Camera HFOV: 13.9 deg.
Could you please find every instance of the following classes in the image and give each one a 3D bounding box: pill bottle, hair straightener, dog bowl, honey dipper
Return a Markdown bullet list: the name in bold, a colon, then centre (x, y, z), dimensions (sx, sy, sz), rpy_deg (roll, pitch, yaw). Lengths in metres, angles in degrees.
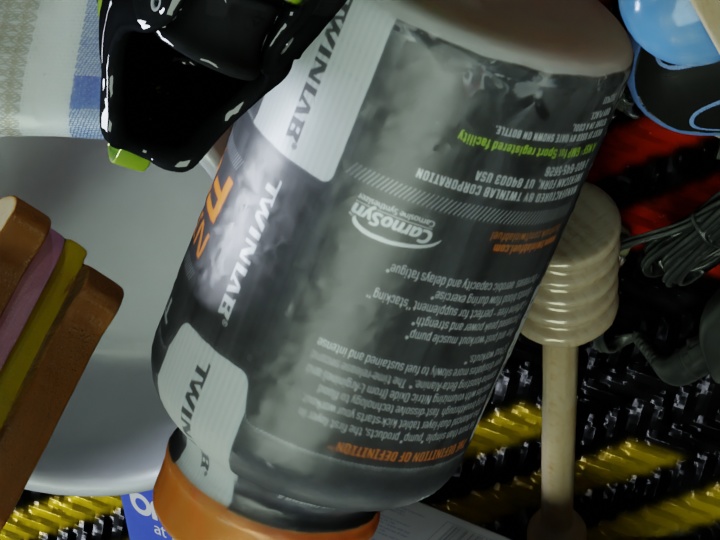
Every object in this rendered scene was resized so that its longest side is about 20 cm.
- **pill bottle**: centre (0.000, 0.000, 0.906), dimensions (0.106, 0.106, 0.200), rpy_deg (23, 113, 2)
- **hair straightener**: centre (0.140, -0.024, 0.964), dimensions (0.077, 0.041, 0.200), rpy_deg (41, 133, -13)
- **dog bowl**: centre (-0.108, -0.022, 1.024), dimensions (0.200, 0.079, 0.200), rpy_deg (10, 129, 13)
- **honey dipper**: centre (0.070, 0.044, 1.014), dimensions (0.038, 0.038, 0.200), rpy_deg (11, 144, 12)

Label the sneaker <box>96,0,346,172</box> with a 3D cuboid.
- **sneaker**: centre (-0.018, -0.088, 0.782), dimensions (0.072, 0.083, 0.200), rpy_deg (19, 145, -15)

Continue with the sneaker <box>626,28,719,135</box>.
- **sneaker**: centre (0.163, -0.083, 0.865), dimensions (0.200, 0.078, 0.070), rpy_deg (-25, 113, 25)

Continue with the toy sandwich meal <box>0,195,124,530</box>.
- **toy sandwich meal**: centre (-0.147, 0.076, 0.938), dimensions (0.070, 0.205, 0.205), rpy_deg (25, 132, -18)

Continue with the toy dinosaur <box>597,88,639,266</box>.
- **toy dinosaur**: centre (0.039, -0.073, 0.955), dimensions (0.088, 0.047, 0.200), rpy_deg (-23, 112, 40)

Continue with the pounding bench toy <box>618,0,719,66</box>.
- **pounding bench toy**: centre (0.102, -0.164, 0.772), dimensions (0.156, 0.124, 0.200), rpy_deg (-29, 115, 7)

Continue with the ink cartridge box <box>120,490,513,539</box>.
- **ink cartridge box**: centre (0.004, 0.126, 1.076), dimensions (0.200, 0.044, 0.094), rpy_deg (20, 135, 33)

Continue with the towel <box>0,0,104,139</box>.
- **towel**: centre (-0.137, -0.116, 0.937), dimensions (0.200, 0.147, 0.024), rpy_deg (6, 169, 14)
